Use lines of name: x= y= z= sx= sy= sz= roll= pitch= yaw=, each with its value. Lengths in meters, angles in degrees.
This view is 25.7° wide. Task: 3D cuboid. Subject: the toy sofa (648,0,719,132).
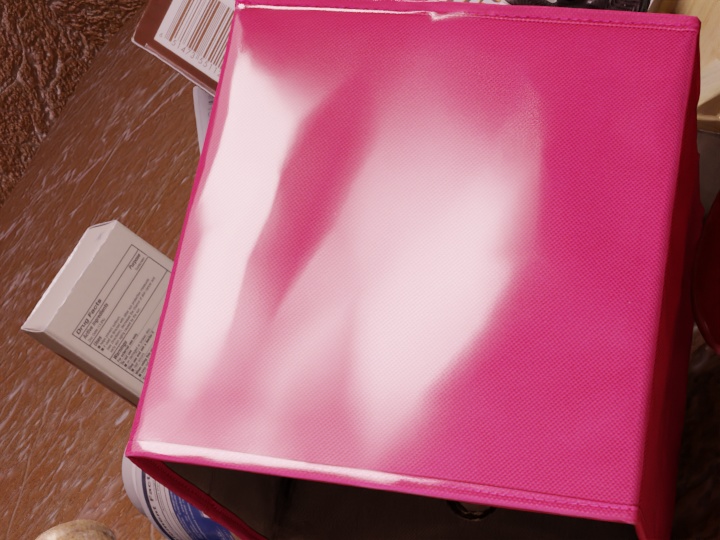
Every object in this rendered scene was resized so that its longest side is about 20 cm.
toy sofa: x=0.222 y=-0.169 z=0.816 sx=0.083 sy=0.097 sz=0.200 roll=61 pitch=140 yaw=41

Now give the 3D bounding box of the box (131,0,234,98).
box: x=-0.060 y=-0.160 z=1.073 sx=0.075 sy=0.100 sz=0.200 roll=-60 pitch=-14 yaw=18

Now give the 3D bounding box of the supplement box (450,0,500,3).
supplement box: x=0.083 y=-0.160 z=1.066 sx=0.200 sy=0.133 sz=0.197 roll=-54 pitch=-13 yaw=-6

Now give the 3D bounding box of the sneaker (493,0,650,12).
sneaker: x=0.078 y=-0.108 z=0.884 sx=0.200 sy=0.076 sz=0.116 roll=-53 pitch=15 yaw=9

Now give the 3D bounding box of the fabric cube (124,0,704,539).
fabric cube: x=0.040 y=0.020 z=0.676 sx=0.200 sy=0.195 sz=0.200 roll=59 pitch=-142 yaw=-65

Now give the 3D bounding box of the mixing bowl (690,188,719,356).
mixing bowl: x=0.236 y=-0.012 z=0.602 sx=0.200 sy=0.108 sz=0.200 roll=-43 pitch=20 yaw=20

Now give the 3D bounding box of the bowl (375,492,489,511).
bowl: x=0.049 y=0.061 z=0.871 sx=0.200 sy=0.075 sz=0.200 roll=-53 pitch=18 yaw=-5

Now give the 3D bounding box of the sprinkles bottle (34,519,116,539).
sprinkles bottle: x=-0.143 y=0.240 z=0.945 sx=0.068 sy=0.068 sz=0.200 roll=-48 pitch=48 yaw=10

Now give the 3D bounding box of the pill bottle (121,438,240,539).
pill bottle: x=-0.080 y=0.134 z=1.039 sx=0.200 sy=0.111 sz=0.111 roll=-7 pitch=47 yaw=58

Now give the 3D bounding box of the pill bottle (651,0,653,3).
pill bottle: x=0.249 y=-0.194 z=0.906 sx=0.200 sy=0.109 sz=0.110 roll=-30 pitch=28 yaw=46

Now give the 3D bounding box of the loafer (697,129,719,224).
loafer: x=0.146 y=-0.047 z=0.849 sx=0.073 sy=0.071 sz=0.200 roll=-58 pitch=20 yaw=-21

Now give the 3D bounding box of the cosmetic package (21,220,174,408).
cosmetic package: x=-0.145 y=0.060 z=1.206 sx=0.104 sy=0.200 sz=0.087 roll=-57 pitch=19 yaw=-15

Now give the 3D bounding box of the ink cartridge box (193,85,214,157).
ink cartridge box: x=-0.056 y=-0.046 z=1.180 sx=0.047 sy=0.198 sz=0.200 roll=-5 pitch=6 yaw=22
